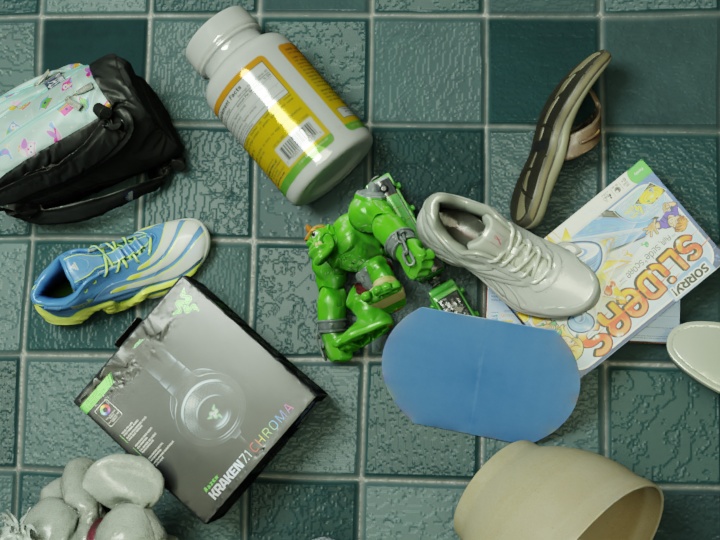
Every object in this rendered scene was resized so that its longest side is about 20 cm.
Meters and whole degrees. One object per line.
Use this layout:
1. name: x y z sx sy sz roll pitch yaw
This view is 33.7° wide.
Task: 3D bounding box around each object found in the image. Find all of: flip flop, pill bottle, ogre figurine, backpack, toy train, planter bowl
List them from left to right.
1. backpack: -0.305 -0.135 1.246 0.200 0.167 0.127 -26 63 5
2. pill bottle: -0.090 -0.175 1.242 0.111 0.111 0.200 -40 82 0
3. ogre figurine: 0.000 0.000 1.202 0.098 0.200 0.120 -14 63 -15
4. toy train: 0.064 -0.015 1.239 0.042 0.056 0.200 -31 83 1
5. planter bowl: 0.177 0.249 1.148 0.135 0.200 0.200 38 88 35
6. flip flop: 0.215 -0.132 1.232 0.057 0.081 0.201 21 88 -10

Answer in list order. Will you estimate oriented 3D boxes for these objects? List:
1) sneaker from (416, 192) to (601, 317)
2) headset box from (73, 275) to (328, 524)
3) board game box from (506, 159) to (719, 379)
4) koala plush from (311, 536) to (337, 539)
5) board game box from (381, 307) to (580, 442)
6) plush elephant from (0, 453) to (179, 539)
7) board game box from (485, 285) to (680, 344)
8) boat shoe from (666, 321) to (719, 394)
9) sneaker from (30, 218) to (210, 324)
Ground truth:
1. sneaker: 0.140 -0.015 1.155 0.200 0.099 0.078 25 85 11
2. headset box: -0.167 0.127 1.226 0.200 0.093 0.174 42 88 8
3. board game box: 0.251 0.002 1.211 0.200 0.034 0.135 -40 82 1
4. koala plush: -0.055 0.350 1.138 0.184 0.200 0.177 -42 82 0
5. board game box: 0.123 0.098 1.206 0.199 0.039 0.158 10 128 8
6. plush elephant: -0.249 0.265 1.168 0.154 0.200 0.165 2 77 10
7. board game box: 0.231 0.022 1.239 0.199 0.019 0.103 3 86 5
8. boat shoe: 0.398 0.108 1.191 0.199 0.062 0.073 17 70 5
9. sneaker: -0.253 0.001 1.240 0.200 0.105 0.076 -28 83 2
